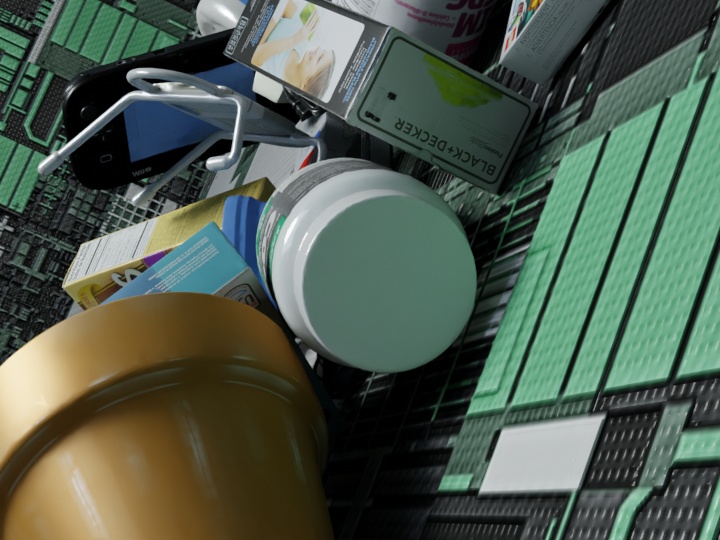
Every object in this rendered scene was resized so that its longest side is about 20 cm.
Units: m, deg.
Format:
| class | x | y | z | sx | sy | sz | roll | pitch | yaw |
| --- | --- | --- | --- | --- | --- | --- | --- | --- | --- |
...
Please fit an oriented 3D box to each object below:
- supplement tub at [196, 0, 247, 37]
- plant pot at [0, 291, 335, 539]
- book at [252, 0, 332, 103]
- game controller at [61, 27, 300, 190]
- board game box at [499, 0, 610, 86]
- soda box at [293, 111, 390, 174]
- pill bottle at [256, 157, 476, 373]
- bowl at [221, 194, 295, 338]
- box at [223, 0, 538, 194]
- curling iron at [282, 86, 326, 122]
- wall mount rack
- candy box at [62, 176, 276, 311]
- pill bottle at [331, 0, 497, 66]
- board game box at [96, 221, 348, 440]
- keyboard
| class | x | y | z | sx | sy | sz | roll | pitch | yaw |
| --- | --- | --- | --- | --- | --- | --- | --- | --- | --- |
| supplement tub | -0.031 | -0.239 | 1.387 | 0.200 | 0.132 | 0.132 | -42 | 5 | -14 |
| plant pot | -0.092 | 0.145 | 0.831 | 0.201 | 0.200 | 0.183 | -60 | 40 | 28 |
| book | 0.003 | -0.197 | 1.268 | 0.200 | 0.048 | 0.134 | -10 | -53 | -60 |
| game controller | -0.134 | -0.129 | 1.243 | 0.042 | 0.199 | 0.105 | 45 | 149 | 51 |
| board game box | 0.138 | -0.218 | 0.943 | 0.126 | 0.035 | 0.200 | -54 | 15 | 46 |
| soda box | -0.016 | -0.094 | 1.356 | 0.068 | 0.063 | 0.200 | -61 | 10 | 21 |
| pill bottle | 0.001 | -0.005 | 0.925 | 0.113 | 0.113 | 0.200 | -65 | 10 | 2 |
| bowl | -0.070 | 0.046 | 1.146 | 0.201 | 0.039 | 0.201 | -3 | -90 | -89 |
| box | 0.008 | -0.118 | 0.986 | 0.060 | 0.116 | 0.200 | -63 | 30 | 6 |
| curling iron | 0.010 | -0.114 | 1.119 | 0.200 | 0.026 | 0.050 | 23 | 131 | 46 |
| wall mount rack | -0.129 | -0.090 | 1.181 | 0.200 | 0.173 | 0.075 | 22 | -105 | -59 |
| candy box | -0.129 | 0.008 | 1.304 | 0.199 | 0.117 | 0.057 | -17 | 37 | 31 |
| pill bottle | 0.044 | -0.207 | 1.145 | 0.114 | 0.113 | 0.200 | -78 | 8 | -49 |
| board game box | -0.104 | 0.082 | 0.966 | 0.151 | 0.047 | 0.200 | -37 | -36 | -6 |
| keyboard | 0.000 | 0.000 | 1.132 | 0.104 | 0.039 | 0.201 | 121 | 158 | -47 |
